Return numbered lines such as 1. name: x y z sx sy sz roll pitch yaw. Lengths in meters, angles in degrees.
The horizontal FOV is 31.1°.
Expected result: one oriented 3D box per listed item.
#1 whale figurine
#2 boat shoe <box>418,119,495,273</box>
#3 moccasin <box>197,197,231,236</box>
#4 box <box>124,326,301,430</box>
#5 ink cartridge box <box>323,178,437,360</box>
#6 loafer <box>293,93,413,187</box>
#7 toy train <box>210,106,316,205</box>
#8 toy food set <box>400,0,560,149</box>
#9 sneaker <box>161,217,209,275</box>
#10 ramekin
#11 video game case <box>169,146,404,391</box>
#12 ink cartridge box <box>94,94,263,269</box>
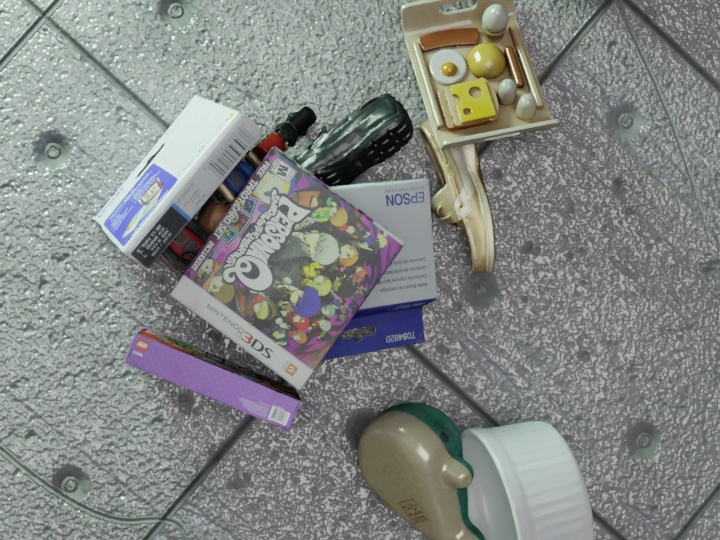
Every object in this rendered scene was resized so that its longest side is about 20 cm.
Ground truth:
1. whale figurine: 0.086 0.245 1.514 0.104 0.159 0.201 -36 94 -43
2. boat shoe: 0.114 -0.089 1.548 0.068 0.074 0.202 -12 81 -3
3. moccasin: -0.092 -0.034 1.509 0.201 0.074 0.078 36 102 -14
4. box: -0.167 0.121 1.481 0.198 0.137 0.039 23 88 -5
5. ink cartridge box: 0.000 0.000 1.499 0.198 0.040 0.202 -9 97 -33
6. loafer: -0.031 -0.138 1.541 0.200 0.068 0.071 -34 53 4
7. toy train: -0.108 -0.134 1.483 0.034 0.046 0.200 50 45 -9
8. toy food set: 0.140 -0.241 1.527 0.142 0.061 0.202 -12 65 -6
9. sneaker: -0.165 0.007 1.515 0.199 0.075 0.081 35 86 -5
10. ramekin: 0.189 0.270 1.487 0.097 0.200 0.203 -12 90 -14
11. video game case: -0.080 -0.002 1.414 0.181 0.036 0.201 36 95 -2
12. ink cartridge box: -0.211 -0.105 1.462 0.043 0.200 0.199 41 86 -25
